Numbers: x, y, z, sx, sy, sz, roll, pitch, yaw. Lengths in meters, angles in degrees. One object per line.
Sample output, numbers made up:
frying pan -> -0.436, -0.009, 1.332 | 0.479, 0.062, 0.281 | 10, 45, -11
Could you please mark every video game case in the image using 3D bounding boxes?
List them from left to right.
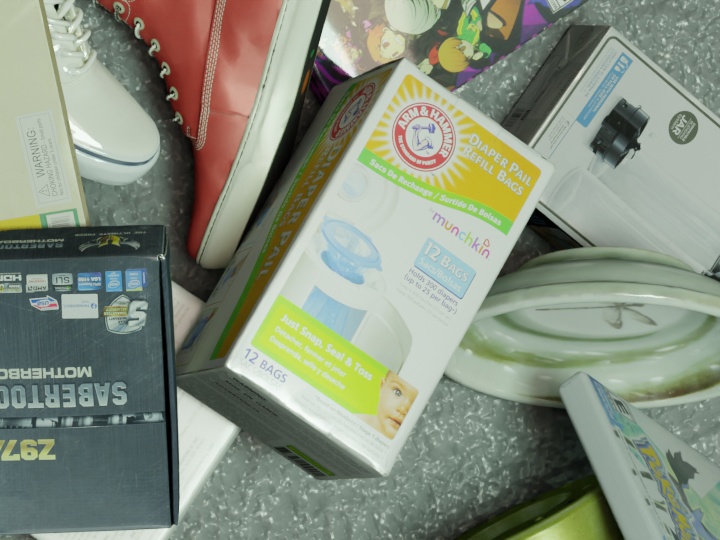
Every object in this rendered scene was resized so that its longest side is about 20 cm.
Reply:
video game case -> 0.019, -0.199, 1.517 | 0.181, 0.036, 0.200 | -34, 104, -13
video game case -> 0.200, 0.166, 1.505 | 0.022, 0.200, 0.182 | -39, 136, 18

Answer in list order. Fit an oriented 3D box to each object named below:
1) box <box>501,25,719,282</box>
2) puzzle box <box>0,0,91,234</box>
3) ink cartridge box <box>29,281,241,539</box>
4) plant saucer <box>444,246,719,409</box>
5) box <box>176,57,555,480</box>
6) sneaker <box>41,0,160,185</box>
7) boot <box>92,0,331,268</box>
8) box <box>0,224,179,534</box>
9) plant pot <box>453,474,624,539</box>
box -> 0.177, -0.041, 1.573 | 0.200, 0.060, 0.117 | 39, 81, -18
puzzle box -> -0.214, -0.043, 1.399 | 0.133, 0.025, 0.200 | -9, 109, 0
ink cartridge box -> -0.167, 0.061, 1.475 | 0.200, 0.047, 0.160 | 34, 83, -2
plant saucer -> 0.138, 0.027, 1.498 | 0.200, 0.200, 0.050 | 10, 68, -20
box -> 0.000, 0.000, 1.438 | 0.112, 0.101, 0.200 | 35, 73, -16
sneaker -> -0.177, -0.128, 1.412 | 0.200, 0.071, 0.073 | 43, 41, -11
boot -> -0.102, -0.109, 1.472 | 0.144, 0.072, 0.200 | 16, 105, 4
box -> -0.196, 0.059, 1.394 | 0.199, 0.051, 0.158 | -1, 112, -2
plant pot -> 0.130, 0.227, 1.520 | 0.200, 0.200, 0.193 | -26, 91, -16
